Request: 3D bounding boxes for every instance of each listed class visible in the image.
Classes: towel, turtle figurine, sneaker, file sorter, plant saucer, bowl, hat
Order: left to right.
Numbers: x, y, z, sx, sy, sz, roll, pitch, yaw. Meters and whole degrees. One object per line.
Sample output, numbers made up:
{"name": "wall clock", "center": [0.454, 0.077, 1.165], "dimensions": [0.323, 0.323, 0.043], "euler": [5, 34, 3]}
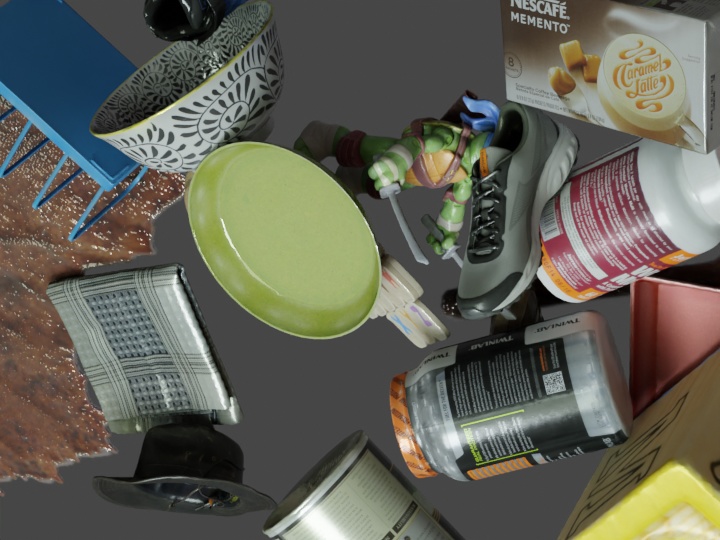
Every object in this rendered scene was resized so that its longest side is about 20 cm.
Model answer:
{"name": "file sorter", "center": [-0.299, -0.150, 1.731], "dimensions": [0.200, 0.139, 0.123], "euler": [42, 133, -1]}
{"name": "towel", "center": [-0.233, 0.092, 1.911], "dimensions": [0.191, 0.035, 0.202], "euler": [-7, 115, 32]}
{"name": "hat", "center": [-0.184, 0.208, 1.905], "dimensions": [0.198, 0.082, 0.201], "euler": [5, 163, 1]}
{"name": "bowl", "center": [-0.137, -0.147, 1.607], "dimensions": [0.199, 0.201, 0.095], "euler": [-19, 116, 36]}
{"name": "sneaker", "center": [-0.114, -0.266, 1.570], "dimensions": [0.199, 0.111, 0.077], "euler": [-27, 104, 38]}
{"name": "plant saucer", "center": [-0.062, -0.032, 1.566], "dimensions": [0.198, 0.031, 0.202], "euler": [19, 131, 22]}
{"name": "turtle figurine", "center": [0.033, -0.062, 1.582], "dimensions": [0.193, 0.143, 0.202], "euler": [8, 99, 39]}
{"name": "sneaker", "center": [0.115, -0.051, 1.487], "dimensions": [0.074, 0.202, 0.079], "euler": [-8, 145, 47]}
{"name": "sneaker", "center": [0.157, 0.075, 1.673], "dimensions": [0.075, 0.071, 0.202], "euler": [6, 126, 2]}
{"name": "plant saucer", "center": [0.337, 0.098, 1.571], "dimensions": [0.198, 0.037, 0.201], "euler": [10, 122, 23]}

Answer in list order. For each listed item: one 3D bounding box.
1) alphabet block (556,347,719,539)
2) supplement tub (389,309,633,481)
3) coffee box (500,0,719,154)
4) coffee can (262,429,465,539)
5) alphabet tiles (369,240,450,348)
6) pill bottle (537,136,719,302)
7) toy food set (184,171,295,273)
{"name": "alphabet block", "center": [0.305, 0.214, 1.506], "dimensions": [0.195, 0.200, 0.197], "euler": [41, 130, 1]}
{"name": "supplement tub", "center": [0.134, 0.116, 1.585], "dimensions": [0.198, 0.123, 0.124], "euler": [-15, 112, 15]}
{"name": "coffee box", "center": [0.213, -0.179, 1.426], "dimensions": [0.199, 0.079, 0.115], "euler": [21, 129, 38]}
{"name": "coffee can", "center": [0.019, 0.285, 1.816], "dimensions": [0.200, 0.146, 0.146], "euler": [46, 130, -4]}
{"name": "alphabet tiles", "center": [0.000, 0.000, 1.660], "dimensions": [0.196, 0.015, 0.200], "euler": [46, 167, -3]}
{"name": "pill bottle", "center": [0.241, -0.054, 1.503], "dimensions": [0.199, 0.110, 0.110], "euler": [-25, 105, 38]}
{"name": "toy food set", "center": [-0.090, -0.027, 1.690], "dimensions": [0.200, 0.049, 0.198], "euler": [51, 160, -12]}
